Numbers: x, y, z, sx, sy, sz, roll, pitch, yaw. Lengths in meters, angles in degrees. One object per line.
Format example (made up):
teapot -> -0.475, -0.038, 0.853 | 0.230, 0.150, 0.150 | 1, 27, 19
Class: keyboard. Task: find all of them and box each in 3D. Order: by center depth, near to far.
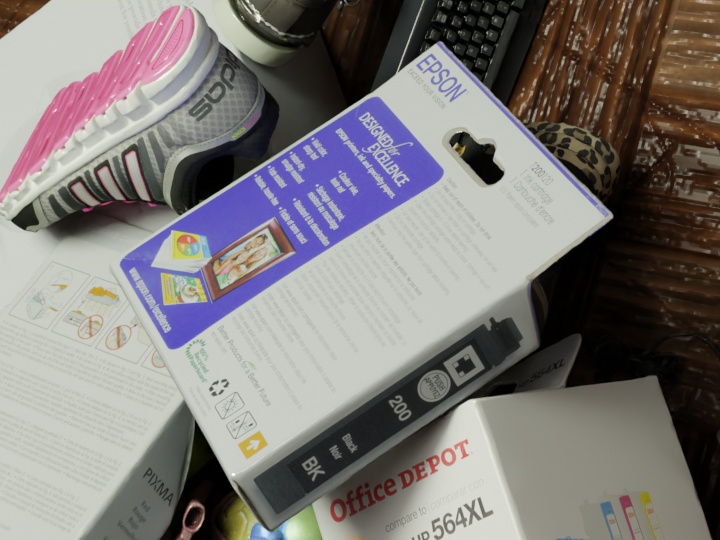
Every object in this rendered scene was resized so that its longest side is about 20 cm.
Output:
keyboard -> 0.046, -0.158, 1.256 | 0.021, 0.127, 0.201 | 15, 84, 63

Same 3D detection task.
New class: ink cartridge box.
ink cartridge box -> 0.076, 0.142, 1.092 | 0.128, 0.125, 0.201 | -32, 70, 43
ink cartridge box -> 0.000, 0.000, 1.101 | 0.200, 0.043, 0.198 | -34, 36, -2
ink cartridge box -> -0.140, 0.073, 1.198 | 0.162, 0.050, 0.200 | 18, 60, 44

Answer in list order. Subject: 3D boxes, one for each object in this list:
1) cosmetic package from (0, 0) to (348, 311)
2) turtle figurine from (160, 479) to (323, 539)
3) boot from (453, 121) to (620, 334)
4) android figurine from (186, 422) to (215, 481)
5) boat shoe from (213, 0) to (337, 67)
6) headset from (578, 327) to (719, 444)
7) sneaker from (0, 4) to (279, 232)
cosmetic package -> -0.111, -0.056, 1.334 | 0.200, 0.123, 0.200 | -34, 58, 23
turtle figurine -> -0.025, 0.156, 1.235 | 0.194, 0.199, 0.145 | -23, 91, 53
boot -> 0.030, -0.003, 1.206 | 0.199, 0.073, 0.151 | -17, 24, 39
android figurine -> -0.148, 0.133, 1.282 | 0.200, 0.182, 0.041 | -40, 95, 16
boat shoe -> -0.025, -0.189, 1.308 | 0.061, 0.072, 0.202 | -44, 21, 37
headset -> 0.194, 0.048, 1.099 | 0.200, 0.094, 0.124 | 4, 77, 53
sneaker -> -0.111, -0.057, 1.215 | 0.200, 0.087, 0.074 | -31, 30, 46
